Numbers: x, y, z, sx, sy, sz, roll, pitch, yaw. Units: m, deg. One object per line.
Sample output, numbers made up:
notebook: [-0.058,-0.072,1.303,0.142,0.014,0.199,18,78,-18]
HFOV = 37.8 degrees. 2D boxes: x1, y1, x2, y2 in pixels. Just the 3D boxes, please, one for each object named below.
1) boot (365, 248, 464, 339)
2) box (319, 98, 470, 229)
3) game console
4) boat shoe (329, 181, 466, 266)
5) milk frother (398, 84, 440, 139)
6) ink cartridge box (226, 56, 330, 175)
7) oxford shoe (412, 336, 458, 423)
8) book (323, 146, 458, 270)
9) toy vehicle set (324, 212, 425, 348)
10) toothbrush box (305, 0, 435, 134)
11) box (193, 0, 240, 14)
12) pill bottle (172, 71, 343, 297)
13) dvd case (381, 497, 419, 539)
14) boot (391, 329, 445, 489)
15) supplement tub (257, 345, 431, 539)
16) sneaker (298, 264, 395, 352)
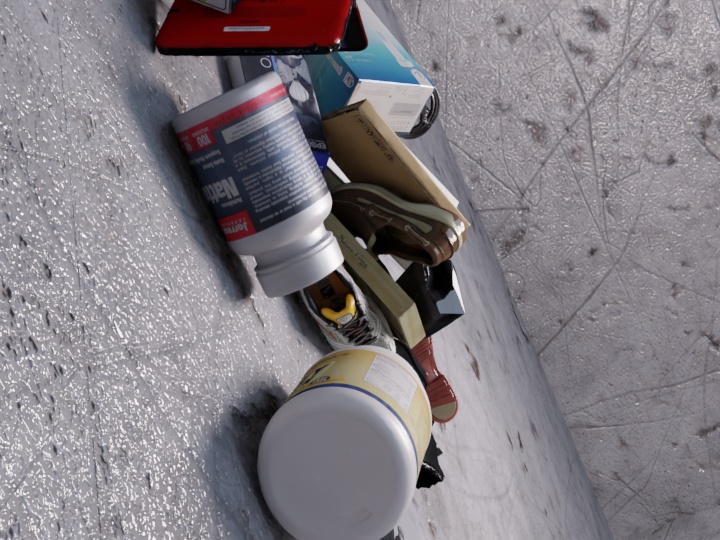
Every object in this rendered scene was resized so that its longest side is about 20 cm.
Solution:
boot: [0.052,0.015,1.374,0.167,0.065,0.200,62,-23,9]
box: [0.030,-0.117,1.297,0.200,0.021,0.163,48,-19,-17]
game console: [-0.101,-0.244,1.146,0.174,0.196,0.120,-79,166,-45]
boat shoe: [0.026,-0.052,1.262,0.075,0.200,0.075,-49,136,-31]
milk frother: [0.026,-0.215,1.584,0.182,0.197,0.190,60,15,-45]
ink cartridge box: [-0.096,-0.183,1.273,0.098,0.039,0.203,2,60,-32]
oxford shoe: [0.078,0.136,1.582,0.075,0.069,0.203,149,-81,-77]
book: [0.037,-0.115,1.444,0.200,0.048,0.135,43,53,-16]
toy vehicle set: [0.000,0.000,1.290,0.200,0.026,0.125,48,-7,20]
toothbrush box: [-0.017,-0.281,1.411,0.145,0.086,0.201,-5,50,-43]
box: [-0.149,-0.367,1.132,0.061,0.115,0.201,105,8,-46]
pill bottle: [-0.096,-0.083,1.054,0.120,0.118,0.203,-64,131,-72]
dvd case: [0.029,0.285,1.198,0.201,0.024,0.152,-85,151,-63]
boot: [0.047,0.181,1.347,0.198,0.072,0.165,49,29,-52]
supplement tub: [-0.008,0.156,0.987,0.200,0.142,0.147,-49,116,-76]
sneaker: [-0.023,0.053,1.222,0.201,0.077,0.082,53,4,-26]
